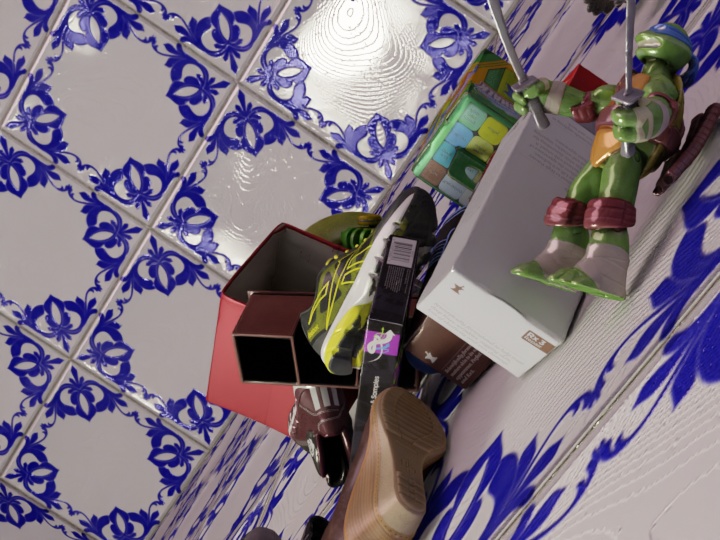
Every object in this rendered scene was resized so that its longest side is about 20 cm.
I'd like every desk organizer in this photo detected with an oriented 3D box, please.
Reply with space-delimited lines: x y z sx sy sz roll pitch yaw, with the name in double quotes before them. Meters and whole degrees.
"desk organizer" -0.029 0.074 1.293 0.077 0.198 0.072 -70 -23 -55

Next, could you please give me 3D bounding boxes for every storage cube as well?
"storage cube" -0.074 0.081 1.518 0.200 0.170 0.181 -55 -17 -50

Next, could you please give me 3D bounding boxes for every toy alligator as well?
"toy alligator" 0.042 -0.036 1.520 0.054 0.199 0.060 -10 -78 -50

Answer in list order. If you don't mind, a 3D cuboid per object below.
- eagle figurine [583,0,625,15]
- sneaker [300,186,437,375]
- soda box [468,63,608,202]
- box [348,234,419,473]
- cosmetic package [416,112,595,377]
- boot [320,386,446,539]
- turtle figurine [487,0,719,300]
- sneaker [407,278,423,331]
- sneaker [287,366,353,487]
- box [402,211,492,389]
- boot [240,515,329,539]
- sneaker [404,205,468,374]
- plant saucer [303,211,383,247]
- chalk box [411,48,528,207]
"eagle figurine" 0.324 -0.384 1.365 0.151 0.150 0.202 0 -84 -48
"sneaker" 0.000 0.000 1.204 0.074 0.084 0.201 20 -78 -51
"soda box" 0.183 -0.116 1.209 0.070 0.063 0.200 -60 6 -28
"box" 0.021 0.090 1.130 0.143 0.036 0.201 -75 -5 -57
"cosmetic package" 0.131 -0.029 0.949 0.201 0.101 0.074 -59 5 -35
"boot" -0.005 0.196 0.995 0.167 0.072 0.200 -53 10 22
"turtle figurine" 0.141 -0.089 0.819 0.199 0.143 0.196 18 -92 -52
"sneaker" 0.049 0.063 1.411 0.100 0.077 0.200 -63 -5 6
"sneaker" -0.039 0.199 1.371 0.201 0.075 0.116 84 173 -59
"box" 0.115 -0.001 1.096 0.100 0.075 0.200 -52 5 41
"boot" -0.065 0.280 1.161 0.132 0.069 0.200 -54 17 18
"sneaker" 0.098 0.005 1.208 0.078 0.070 0.201 113 177 -56
"plant saucer" -0.015 0.020 1.646 0.201 0.199 0.031 -56 28 11
"chalk box" 0.147 -0.146 1.415 0.124 0.124 0.200 -54 7 31
